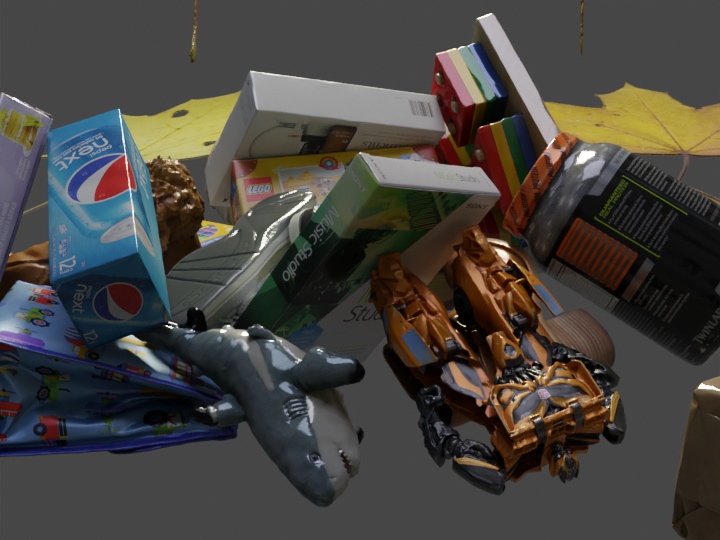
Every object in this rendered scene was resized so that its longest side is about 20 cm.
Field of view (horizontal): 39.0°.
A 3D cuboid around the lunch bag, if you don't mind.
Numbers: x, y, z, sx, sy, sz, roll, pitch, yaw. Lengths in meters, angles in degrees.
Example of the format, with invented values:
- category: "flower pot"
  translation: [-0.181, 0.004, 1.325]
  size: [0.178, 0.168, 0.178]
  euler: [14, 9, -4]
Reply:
- category: "lunch bag"
  translation: [-0.176, 0.075, 0.770]
  size: [0.199, 0.094, 0.151]
  euler: [5, 13, -9]

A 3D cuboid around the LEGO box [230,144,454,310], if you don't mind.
- category: "LEGO box"
  translation: [-0.014, -0.033, 0.965]
  size: [0.199, 0.077, 0.149]
  euler: [-6, 60, -13]

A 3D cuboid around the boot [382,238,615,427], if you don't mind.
- category: "boot"
  translation: [0.083, 0.049, 0.811]
  size: [0.155, 0.077, 0.200]
  euler: [-17, 41, -25]

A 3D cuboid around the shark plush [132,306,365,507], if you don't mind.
- category: "shark plush"
  translation: [-0.079, 0.074, 0.681]
  size: [0.200, 0.091, 0.083]
  euler: [35, 57, 11]

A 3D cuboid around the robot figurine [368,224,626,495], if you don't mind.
- category: "robot figurine"
  translation: [0.090, 0.059, 0.697]
  size: [0.145, 0.058, 0.200]
  euler: [-19, 48, -18]

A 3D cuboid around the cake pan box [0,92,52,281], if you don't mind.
- category: "cake pan box"
  translation: [-0.332, -0.024, 0.835]
  size: [0.052, 0.185, 0.200]
  euler: [27, -33, -29]

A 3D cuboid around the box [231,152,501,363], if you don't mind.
- category: "box"
  translation: [0.000, 0.000, 0.768]
  size: [0.144, 0.200, 0.036]
  euler: [-1, 46, -48]

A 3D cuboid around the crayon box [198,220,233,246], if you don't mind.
- category: "crayon box"
  translation: [-0.162, -0.008, 1.074]
  size: [0.200, 0.052, 0.126]
  euler: [10, 21, 36]

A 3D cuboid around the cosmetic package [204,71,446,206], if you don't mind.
- category: "cosmetic package"
  translation: [-0.037, -0.119, 1.011]
  size: [0.199, 0.052, 0.151]
  euler: [2, -31, -26]

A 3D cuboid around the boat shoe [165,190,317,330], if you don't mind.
- category: "boat shoe"
  translation: [-0.091, 0.004, 0.817]
  size: [0.074, 0.065, 0.202]
  euler: [-2, 29, 30]

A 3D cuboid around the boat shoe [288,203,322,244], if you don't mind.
- category: "boat shoe"
  translation: [0.033, -0.038, 0.856]
  size: [0.200, 0.072, 0.068]
  euler: [-8, -17, -48]

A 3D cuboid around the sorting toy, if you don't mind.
- category: "sorting toy"
  translation: [0.131, -0.112, 1.023]
  size: [0.069, 0.199, 0.200]
  euler: [-19, -24, -10]

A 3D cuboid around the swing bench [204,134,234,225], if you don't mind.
- category: "swing bench"
  translation: [-0.098, -0.133, 1.340]
  size: [0.199, 0.130, 0.199]
  euler: [-8, 18, -16]

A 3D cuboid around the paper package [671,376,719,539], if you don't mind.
- category: "paper package"
  translation: [0.308, 0.114, 0.536]
  size: [0.199, 0.104, 0.190]
  euler: [-11, 21, -28]

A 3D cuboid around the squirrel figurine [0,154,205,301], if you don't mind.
- category: "squirrel figurine"
  translation: [-0.237, -0.018, 0.903]
  size: [0.186, 0.142, 0.200]
  euler: [-22, -11, -32]

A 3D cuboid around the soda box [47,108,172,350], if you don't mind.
- category: "soda box"
  translation: [-0.190, -0.037, 0.755]
  size: [0.064, 0.068, 0.200]
  euler: [-20, 40, -3]

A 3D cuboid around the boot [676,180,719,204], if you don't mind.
- category: "boot"
  translation: [0.335, -0.052, 0.992]
  size: [0.199, 0.066, 0.175]
  euler: [22, 8, 8]

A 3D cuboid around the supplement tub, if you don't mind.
- category: "supplement tub"
  translation: [0.226, -0.023, 0.834]
  size: [0.200, 0.123, 0.122]
  euler: [34, 28, 12]
